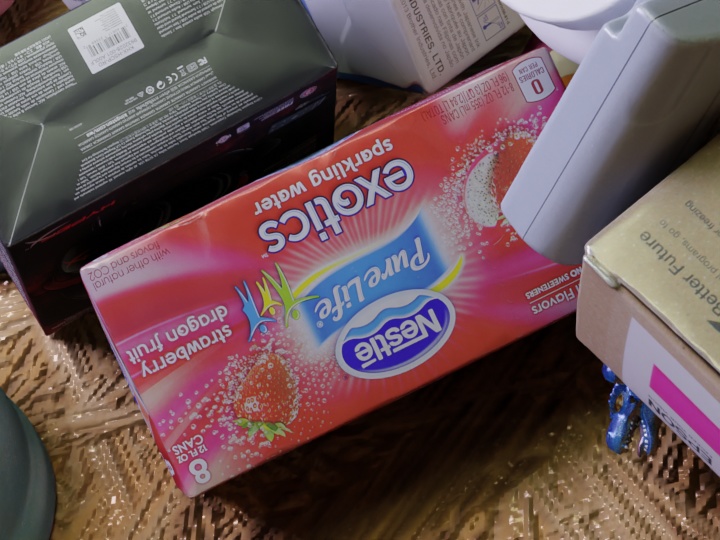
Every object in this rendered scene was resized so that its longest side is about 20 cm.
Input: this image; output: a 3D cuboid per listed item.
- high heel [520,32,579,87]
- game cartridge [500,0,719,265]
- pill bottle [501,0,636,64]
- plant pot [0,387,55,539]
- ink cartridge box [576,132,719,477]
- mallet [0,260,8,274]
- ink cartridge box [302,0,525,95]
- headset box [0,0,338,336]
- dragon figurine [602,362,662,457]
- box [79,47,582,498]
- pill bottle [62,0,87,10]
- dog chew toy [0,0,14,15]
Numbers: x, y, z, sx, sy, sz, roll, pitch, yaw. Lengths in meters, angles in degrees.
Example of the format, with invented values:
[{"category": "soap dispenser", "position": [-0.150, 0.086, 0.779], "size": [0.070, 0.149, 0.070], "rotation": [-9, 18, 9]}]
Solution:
[{"category": "high heel", "position": [0.086, -0.092, 1.210], "size": [0.096, 0.067, 0.200], "rotation": [-3, 50, 55]}, {"category": "game cartridge", "position": [0.144, -0.071, 1.015], "size": [0.200, 0.133, 0.042], "rotation": [-24, 60, -38]}, {"category": "pill bottle", "position": [0.120, -0.127, 1.066], "size": [0.111, 0.200, 0.111], "rotation": [0, 90, 29]}, {"category": "plant pot", "position": [-0.239, 0.074, 1.115], "size": [0.200, 0.134, 0.201], "rotation": [-13, 43, 12]}, {"category": "ink cartridge box", "position": [0.198, 0.025, 0.958], "size": [0.165, 0.075, 0.200], "rotation": [-38, 70, -16]}, {"category": "mallet", "position": [-0.247, -0.002, 1.277], "size": [0.200, 0.041, 0.066], "rotation": [-13, 45, 6]}, {"category": "ink cartridge box", "position": [0.057, -0.183, 1.165], "size": [0.200, 0.137, 0.076], "rotation": [-36, 30, -22]}, {"category": "headset box", "position": [-0.090, -0.052, 1.157], "size": [0.148, 0.200, 0.075], "rotation": [-29, 80, -8]}, {"category": "dragon figurine", "position": [0.165, -0.006, 1.049], "size": [0.099, 0.059, 0.200], "rotation": [29, 67, 15]}, {"category": "box", "position": [0.000, 0.000, 1.087], "size": [0.200, 0.100, 0.095], "rotation": [-25, 3, -3]}, {"category": "pill bottle", "position": [-0.042, -0.150, 1.282], "size": [0.200, 0.109, 0.109], "rotation": [15, 53, 36]}, {"category": "dog chew toy", "position": [-0.237, -0.193, 1.414], "size": [0.124, 0.125, 0.200], "rotation": [-30, 34, -8]}]
